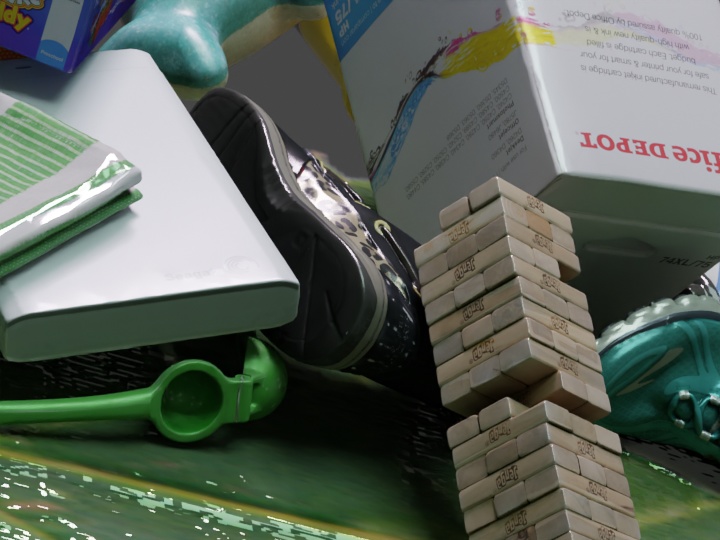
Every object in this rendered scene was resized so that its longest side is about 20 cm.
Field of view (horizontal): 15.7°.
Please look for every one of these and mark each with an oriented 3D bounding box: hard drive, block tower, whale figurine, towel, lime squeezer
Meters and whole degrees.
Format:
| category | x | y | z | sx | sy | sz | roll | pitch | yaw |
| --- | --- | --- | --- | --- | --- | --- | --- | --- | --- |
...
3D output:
| category | x | y | z | sx | sy | sz | roll | pitch | yaw |
| --- | --- | --- | --- | --- | --- | --- | --- | --- | --- |
| hard drive | -0.124 | -0.034 | 1.166 | 0.131 | 0.026 | 0.200 | -7 | 37 | -23 |
| block tower | 0.072 | 0.064 | 1.107 | 0.058 | 0.054 | 0.201 | 25 | 45 | -41 |
| whale figurine | -0.091 | -0.168 | 1.443 | 0.158 | 0.104 | 0.200 | 4 | 34 | 14 |
| towel | -0.213 | -0.053 | 1.123 | 0.199 | 0.024 | 0.152 | 30 | 40 | 25 |
| lime squeezer | -0.075 | 0.044 | 1.132 | 0.070 | 0.038 | 0.200 | 34 | 27 | 20 |

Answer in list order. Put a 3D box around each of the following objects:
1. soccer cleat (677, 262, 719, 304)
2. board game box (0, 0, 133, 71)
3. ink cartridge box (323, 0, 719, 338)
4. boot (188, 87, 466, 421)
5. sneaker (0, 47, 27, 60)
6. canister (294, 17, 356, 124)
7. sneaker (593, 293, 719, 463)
| category | x | y | z | sx | sy | sz | roll | pitch | yaw |
| --- | --- | --- | --- | --- | --- | --- | --- | --- | --- |
| soccer cleat | 0.163 | -0.012 | 1.424 | 0.086 | 0.070 | 0.200 | 9 | 35 | -36 |
| board game box | -0.169 | -0.171 | 1.275 | 0.134 | 0.045 | 0.200 | 22 | 25 | 1 |
| ink cartridge box | 0.094 | -0.088 | 1.330 | 0.146 | 0.146 | 0.201 | 6 | 57 | -34 |
| boot | -0.001 | 0.002 | 1.227 | 0.153 | 0.074 | 0.204 | 26 | 16 | -38 |
| sneaker | -0.193 | -0.158 | 1.382 | 0.073 | 0.077 | 0.200 | 14 | 28 | -24 |
| canister | 0.032 | -0.148 | 1.550 | 0.148 | 0.087 | 0.200 | 9 | 27 | -29 |
| sneaker | 0.185 | 0.066 | 1.282 | 0.199 | 0.078 | 0.080 | 8 | 38 | -31 |
